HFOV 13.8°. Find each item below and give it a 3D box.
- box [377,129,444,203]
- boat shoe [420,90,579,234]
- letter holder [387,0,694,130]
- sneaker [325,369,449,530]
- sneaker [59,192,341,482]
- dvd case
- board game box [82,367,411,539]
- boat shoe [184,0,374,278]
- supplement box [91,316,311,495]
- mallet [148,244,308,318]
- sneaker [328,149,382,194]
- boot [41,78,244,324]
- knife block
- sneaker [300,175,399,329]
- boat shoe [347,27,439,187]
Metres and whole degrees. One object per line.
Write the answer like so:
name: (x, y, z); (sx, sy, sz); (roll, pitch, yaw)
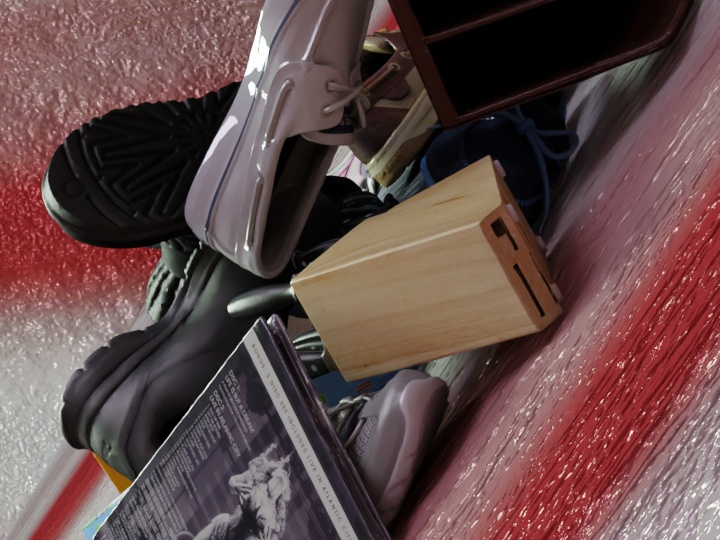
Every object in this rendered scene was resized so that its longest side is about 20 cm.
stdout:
box: (0.051, -0.051, 1.857); (0.158, 0.051, 0.200); (-62, 8, -25)
boat shoe: (0.078, -0.075, 1.661); (0.069, 0.084, 0.200); (-51, 11, 17)
letter holder: (0.105, -0.177, 1.625); (0.142, 0.101, 0.200); (-18, 20, 18)
sneaker: (-0.021, 0.102, 1.548); (0.200, 0.082, 0.075); (-47, 12, 52)
sneaker: (-0.073, 0.042, 1.659); (0.200, 0.091, 0.076); (-49, -33, -7)
dvd case: (-0.065, 0.142, 1.550); (0.200, 0.016, 0.149); (-52, 53, 37)
board game box: (-0.071, 0.109, 1.785); (0.151, 0.037, 0.200); (-29, -5, -30)
boat shoe: (-0.026, -0.090, 1.596); (0.073, 0.065, 0.201); (-9, -51, -51)
supplement box: (-0.095, 0.070, 1.939); (0.126, 0.074, 0.200); (-36, -1, 17)
mallet: (-0.095, -0.024, 1.887); (0.066, 0.199, 0.041); (-56, -35, -27)
sneaker: (0.011, -0.051, 2.050); (0.201, 0.080, 0.086); (-64, 18, -7)
boot: (-0.109, -0.022, 1.723); (0.211, 0.080, 0.158); (-19, -31, -38)
knife block: (0.009, 0.016, 1.518); (0.175, 0.064, 0.200); (-30, 11, 6)
sneaker: (0.000, 0.000, 1.702); (0.200, 0.075, 0.080); (-140, 47, -69)
boat shoe: (0.023, -0.126, 1.876); (0.072, 0.072, 0.200); (-52, 6, 35)
